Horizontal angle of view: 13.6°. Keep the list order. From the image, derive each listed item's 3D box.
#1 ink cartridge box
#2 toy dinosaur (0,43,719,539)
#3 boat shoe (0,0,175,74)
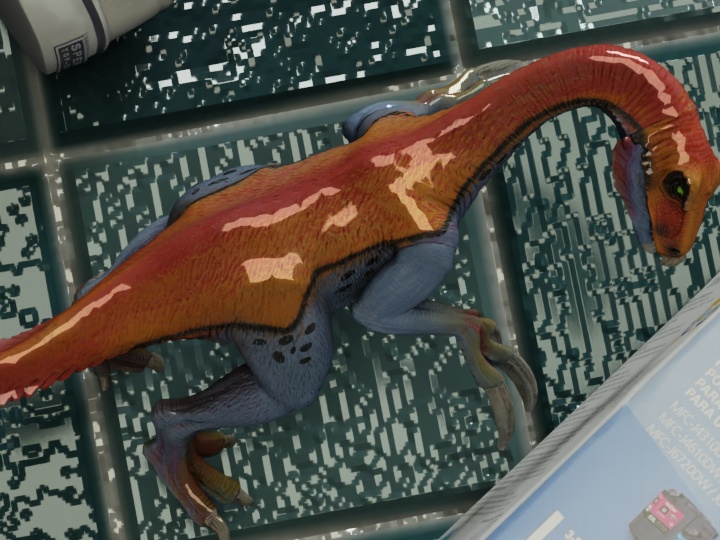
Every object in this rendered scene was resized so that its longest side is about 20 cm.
[{"bbox_3d":[0.092,0.058,0.810,0.200,0.136,0.076,-45,89,-7],"label":"ink cartridge box"},{"bbox_3d":[0.000,0.000,0.804,0.181,0.199,0.105,-39,71,36],"label":"toy dinosaur"},{"bbox_3d":[-0.111,-0.157,0.862,0.065,0.072,0.201,-29,86,-11],"label":"boat shoe"}]
